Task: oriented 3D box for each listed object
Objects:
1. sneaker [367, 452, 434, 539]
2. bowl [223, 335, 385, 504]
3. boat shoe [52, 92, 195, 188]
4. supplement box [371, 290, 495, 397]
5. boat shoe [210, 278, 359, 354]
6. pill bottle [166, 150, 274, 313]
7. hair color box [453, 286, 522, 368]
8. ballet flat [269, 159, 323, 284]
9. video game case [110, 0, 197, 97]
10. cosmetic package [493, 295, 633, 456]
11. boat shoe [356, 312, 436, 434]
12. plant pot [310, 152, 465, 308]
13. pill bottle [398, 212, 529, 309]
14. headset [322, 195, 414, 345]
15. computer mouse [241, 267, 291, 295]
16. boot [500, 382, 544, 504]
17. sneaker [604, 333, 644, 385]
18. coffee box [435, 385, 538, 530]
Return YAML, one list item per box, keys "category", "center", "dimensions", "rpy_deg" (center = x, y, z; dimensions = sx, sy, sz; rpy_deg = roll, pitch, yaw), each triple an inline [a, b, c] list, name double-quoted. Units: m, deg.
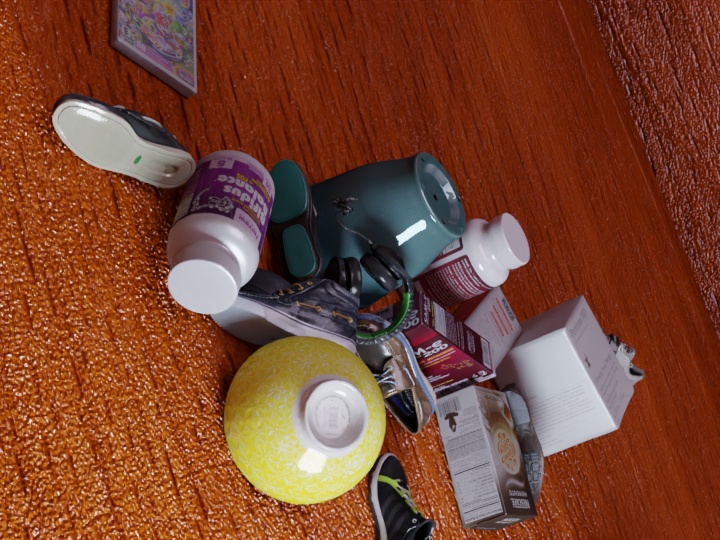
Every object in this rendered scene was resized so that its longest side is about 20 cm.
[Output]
- category: "sneaker"
  center: [0.065, 0.332, 1.511]
  dimensions: [0.072, 0.082, 0.202]
  rpy_deg: [32, 43, -45]
- category: "bowl"
  center: [-0.048, 0.170, 1.327]
  dimensions: [0.198, 0.108, 0.202]
  rpy_deg: [4, 80, -24]
- category: "boat shoe"
  center: [-0.281, -0.158, 1.340]
  dimensions: [0.199, 0.072, 0.068]
  rpy_deg: [24, 32, -49]
- category: "supplement box"
  center: [0.105, 0.114, 1.721]
  dimensions: [0.200, 0.108, 0.061]
  rpy_deg: [35, 40, -41]
- category: "boat shoe"
  center: [-0.092, 0.047, 1.433]
  dimensions: [0.199, 0.071, 0.092]
  rpy_deg: [22, 56, -23]
- category: "pill bottle"
  center: [-0.170, -0.045, 1.374]
  dimensions: [0.112, 0.112, 0.201]
  rpy_deg: [47, 31, -29]
- category: "hair color box"
  center: [0.202, 0.106, 1.938]
  dimensions: [0.102, 0.061, 0.200]
  rpy_deg: [61, 30, -6]
- category: "ballet flat"
  center: [-0.088, -0.056, 1.582]
  dimensions: [0.073, 0.073, 0.201]
  rpy_deg: [27, 41, -48]
- category: "video game case"
  center: [-0.274, -0.344, 1.535]
  dimensions: [0.143, 0.018, 0.202]
  rpy_deg: [31, 43, -45]
- category: "cosmetic package"
  center: [0.350, 0.186, 2.014]
  dimensions: [0.201, 0.166, 0.167]
  rpy_deg: [60, 29, -6]
- category: "boat shoe"
  center: [0.045, 0.148, 1.631]
  dimensions: [0.200, 0.072, 0.073]
  rpy_deg: [52, 32, -22]
- category: "plant pot"
  center: [0.044, -0.074, 1.673]
  dimensions: [0.200, 0.187, 0.201]
  rpy_deg: [43, 33, -37]
- category: "pill bottle"
  center: [0.162, -0.012, 1.816]
  dimensions: [0.113, 0.199, 0.114]
  rpy_deg: [38, 39, -39]
- category: "headset"
  center: [0.000, 0.000, 1.567]
  dimensions: [0.094, 0.122, 0.202]
  rpy_deg: [-144, -143, -67]
- category: "computer mouse"
  center: [-0.073, 0.068, 1.523]
  dimensions: [0.201, 0.046, 0.140]
  rpy_deg: [61, 30, -8]
- category: "boot"
  center: [0.263, 0.282, 1.883]
  dimensions: [0.097, 0.074, 0.202]
  rpy_deg: [-45, 128, -75]
- category: "sneaker"
  center: [0.525, 0.164, 2.407]
  dimensions: [0.200, 0.088, 0.074]
  rpy_deg: [49, 34, -24]
- category: "coffee box"
  center: [0.191, 0.288, 1.758]
  dimensions: [0.114, 0.079, 0.202]
  rpy_deg: [18, 53, -54]
